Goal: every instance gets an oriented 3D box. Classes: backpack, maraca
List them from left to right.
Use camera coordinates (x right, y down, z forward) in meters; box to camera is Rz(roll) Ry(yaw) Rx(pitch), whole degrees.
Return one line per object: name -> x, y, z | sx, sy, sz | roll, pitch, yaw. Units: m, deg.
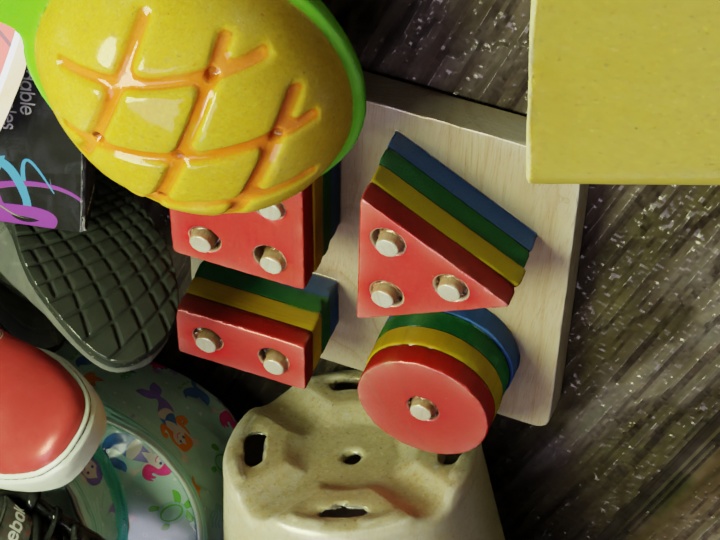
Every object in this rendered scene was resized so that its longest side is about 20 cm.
backpack -> -0.167, 0.125, 1.296 | 0.200, 0.151, 0.178 | 20, 117, 7
maraca -> -0.084, -0.098, 1.001 | 0.137, 0.107, 0.200 | -28, 128, 27

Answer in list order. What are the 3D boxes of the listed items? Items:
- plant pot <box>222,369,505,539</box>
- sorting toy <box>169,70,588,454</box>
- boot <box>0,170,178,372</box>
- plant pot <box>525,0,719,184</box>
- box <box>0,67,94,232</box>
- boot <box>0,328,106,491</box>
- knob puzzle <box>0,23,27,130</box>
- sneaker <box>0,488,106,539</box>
plant pot -> 0.002, 0.163, 1.249 | 0.200, 0.201, 0.184 | 9, 129, 21
sorting toy -> 0.000, 0.000, 1.141 | 0.199, 0.070, 0.200 | 17, 141, 13
boot -> -0.156, 0.001, 1.199 | 0.200, 0.068, 0.131 | 49, 153, 28
plant pot -> 0.168, -0.149, 0.783 | 0.200, 0.194, 0.196 | 7, 139, 10
box -> -0.221, -0.093, 1.092 | 0.200, 0.036, 0.143 | 9, 132, 2
boot -> -0.224, 0.033, 1.145 | 0.200, 0.072, 0.144 | 23, 165, 40
knob puzzle -> -0.226, -0.123, 1.023 | 0.219, 0.030, 0.220 | 2, 123, 4
sneaker -> -0.151, 0.158, 1.171 | 0.200, 0.071, 0.098 | 11, 142, 4
